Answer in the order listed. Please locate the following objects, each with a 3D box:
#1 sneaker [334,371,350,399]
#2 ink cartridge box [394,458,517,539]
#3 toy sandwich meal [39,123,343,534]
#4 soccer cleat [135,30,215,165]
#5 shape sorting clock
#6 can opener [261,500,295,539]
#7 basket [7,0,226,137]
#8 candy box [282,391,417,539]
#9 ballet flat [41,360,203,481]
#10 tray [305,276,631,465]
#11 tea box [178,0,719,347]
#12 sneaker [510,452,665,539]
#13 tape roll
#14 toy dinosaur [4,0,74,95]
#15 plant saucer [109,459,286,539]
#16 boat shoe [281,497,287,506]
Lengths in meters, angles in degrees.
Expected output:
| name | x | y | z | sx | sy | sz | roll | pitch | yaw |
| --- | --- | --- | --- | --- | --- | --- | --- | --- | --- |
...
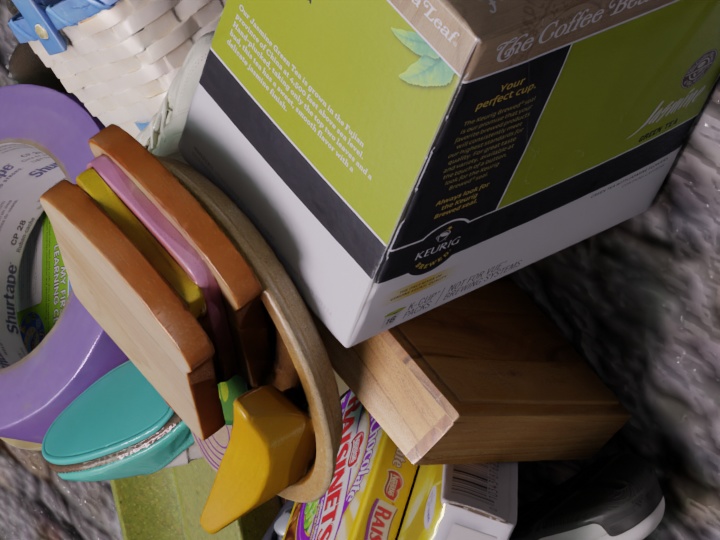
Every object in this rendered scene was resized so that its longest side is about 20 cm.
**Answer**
| name | x | y | z | sx | sy | sz | roll | pitch | yaw |
| --- | --- | --- | --- | --- | --- | --- | --- | --- | --- |
| sneaker | 0.000 | 0.000 | 1.306 | 0.080 | 0.200 | 0.074 | 36 | -179 | -15 |
| ink cartridge box | 0.025 | 0.160 | 1.285 | 0.047 | 0.198 | 0.201 | 22 | 110 | -6 |
| toy sandwich meal | -0.082 | 0.032 | 1.174 | 0.205 | 0.070 | 0.206 | 46 | 154 | 29 |
| soccer cleat | -0.093 | -0.045 | 1.258 | 0.077 | 0.069 | 0.200 | 17 | 144 | 3 |
| shape sorting clock | -0.191 | 0.011 | 1.595 | 0.200 | 0.039 | 0.201 | -17 | 69 | 54 |
| can opener | -0.039 | 0.168 | 1.414 | 0.200 | 0.063 | 0.079 | -53 | 48 | 7 |
| basket | -0.111 | -0.170 | 1.318 | 0.139 | 0.176 | 0.200 | -2 | 119 | 56 |
| candy box | -0.008 | 0.123 | 1.300 | 0.026 | 0.200 | 0.102 | 30 | 146 | -18 |
| ballet flat | -0.081 | 0.065 | 1.389 | 0.200 | 0.070 | 0.067 | -37 | 38 | 21 |
| tray | 0.051 | 0.043 | 1.226 | 0.037 | 0.200 | 0.099 | -47 | 68 | 17 |
| tea box | 0.053 | -0.102 | 1.126 | 0.134 | 0.200 | 0.197 | 49 | 140 | 22 |
| sneaker | 0.122 | 0.168 | 1.320 | 0.116 | 0.076 | 0.200 | 54 | 152 | 2 |
| tape roll | -0.181 | -0.001 | 1.489 | 0.199 | 0.085 | 0.201 | -9 | 76 | 37 |
| toy dinosaur | -0.179 | -0.174 | 1.489 | 0.102 | 0.077 | 0.201 | 3 | 115 | 44 |
| plant saucer | -0.093 | 0.139 | 1.560 | 0.200 | 0.048 | 0.200 | 22 | 127 | 59 |
| boat shoe | 0.019 | 0.180 | 1.445 | 0.200 | 0.067 | 0.072 | 44 | 139 | 28 |
